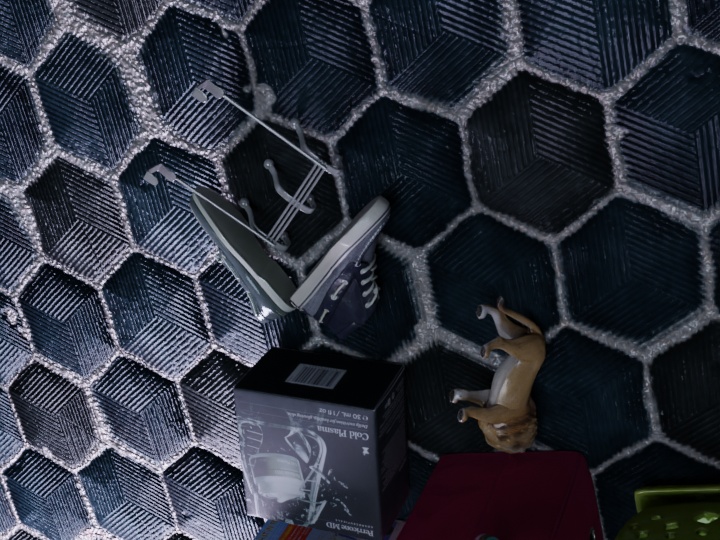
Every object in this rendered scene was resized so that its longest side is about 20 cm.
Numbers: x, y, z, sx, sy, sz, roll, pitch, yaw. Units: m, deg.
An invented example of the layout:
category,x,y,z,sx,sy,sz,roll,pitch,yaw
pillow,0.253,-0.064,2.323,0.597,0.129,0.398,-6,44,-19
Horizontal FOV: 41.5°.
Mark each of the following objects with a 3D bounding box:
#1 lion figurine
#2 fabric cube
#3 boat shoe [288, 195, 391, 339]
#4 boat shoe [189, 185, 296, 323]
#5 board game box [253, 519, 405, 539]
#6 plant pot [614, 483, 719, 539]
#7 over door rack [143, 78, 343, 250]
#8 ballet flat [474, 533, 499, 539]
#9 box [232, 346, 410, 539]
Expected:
category,x,y,z,sx,sy,sz,roll,pitch,yaw
lion figurine,0.181,0.129,1.138,0.122,0.073,0.201,11,113,-19
fabric cube,0.179,0.357,1.162,0.199,0.199,0.197,-7,107,25
boat shoe,0.000,0.000,1.169,0.093,0.075,0.200,39,128,-4
boat shoe,-0.162,-0.016,1.224,0.062,0.073,0.200,-34,101,26
board game box,-0.059,0.405,1.282,0.195,0.200,0.056,4,114,22
plant pot,0.403,0.354,1.076,0.199,0.182,0.200,-9,108,25
over door rack,-0.139,-0.131,1.159,0.199,0.067,0.148,29,121,-14
ballet flat,0.158,0.378,1.034,0.071,0.069,0.201,-23,101,49
box,-0.047,0.224,1.248,0.199,0.124,0.198,5,115,21
